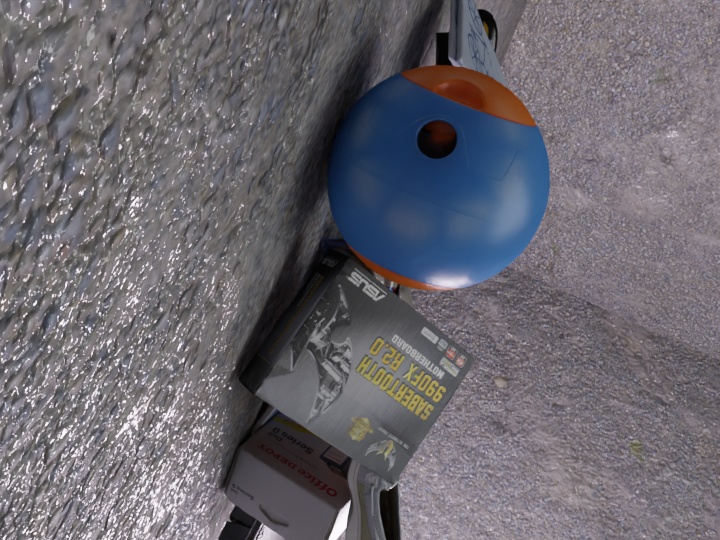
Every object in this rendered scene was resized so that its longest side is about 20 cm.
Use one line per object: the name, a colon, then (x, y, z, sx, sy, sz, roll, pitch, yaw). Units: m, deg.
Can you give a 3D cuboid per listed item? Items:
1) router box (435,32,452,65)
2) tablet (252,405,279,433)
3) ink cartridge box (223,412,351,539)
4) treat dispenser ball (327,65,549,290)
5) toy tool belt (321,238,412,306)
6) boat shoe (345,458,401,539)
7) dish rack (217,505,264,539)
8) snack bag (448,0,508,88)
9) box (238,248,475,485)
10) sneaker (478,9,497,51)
router box: (0.127, -0.187, 1.114, 0.149, 0.051, 0.201, 84, 4, -53)
tablet: (-0.090, 0.171, 1.152, 0.130, 0.014, 0.200, -50, 170, -10)
ink cartridge box: (-0.053, 0.242, 1.082, 0.200, 0.145, 0.088, -35, 149, -57)
treat dispenser ball: (0.069, -0.082, 0.775, 0.201, 0.200, 0.202, 24, 90, -84)
toy tool belt: (0.000, 0.000, 0.983, 0.200, 0.124, 0.124, 27, 68, -68)
boat shoe: (0.025, 0.250, 0.979, 0.074, 0.064, 0.203, -35, 136, -58)
dish rack: (-0.157, 0.359, 1.230, 0.200, 0.054, 0.154, 106, 10, -54)
snack bag: (0.148, -0.229, 1.032, 0.189, 0.021, 0.200, -84, 151, -43)
box: (0.002, 0.099, 0.861, 0.159, 0.200, 0.048, -55, -150, -8)
sneaker: (0.155, -0.299, 1.318, 0.090, 0.070, 0.201, -60, 174, -68)
